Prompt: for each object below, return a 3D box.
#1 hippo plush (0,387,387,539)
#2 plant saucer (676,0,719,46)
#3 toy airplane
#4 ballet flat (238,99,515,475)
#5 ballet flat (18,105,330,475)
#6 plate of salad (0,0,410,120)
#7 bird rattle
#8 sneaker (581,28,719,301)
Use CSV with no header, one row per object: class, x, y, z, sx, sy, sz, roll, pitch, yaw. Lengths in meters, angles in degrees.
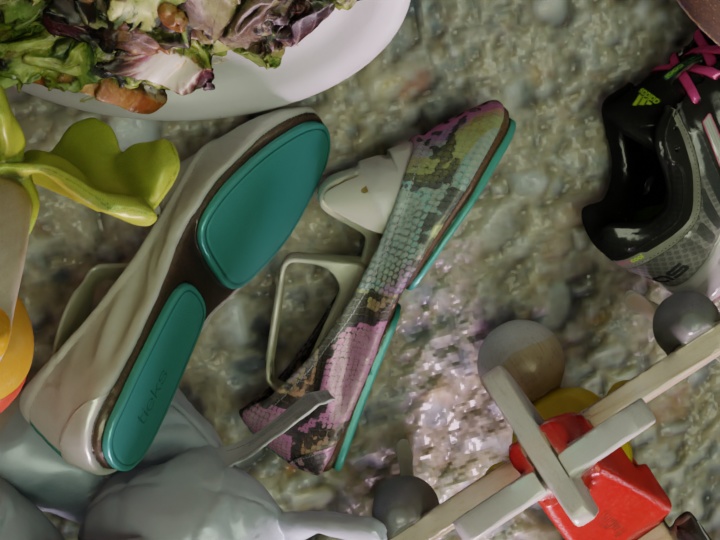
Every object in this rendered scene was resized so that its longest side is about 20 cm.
hippo plush,-0.093,0.136,0.786,0.198,0.160,0.161,-19,139,-5
plant saucer,0.222,-0.181,0.764,0.198,0.034,0.202,2,82,-11
toy airplane,0.093,0.080,0.805,0.198,0.142,0.200,-9,144,-29
ballet flat,0.000,0.000,0.793,0.071,0.069,0.201,27,100,-4
ballet flat,-0.086,-0.003,0.747,0.069,0.069,0.201,44,62,-26
plate of salad,-0.077,-0.104,0.674,0.198,0.200,0.048,8,62,-20
bird rattle,-0.168,0.015,0.668,0.112,0.164,0.200,27,125,-21
sneaker,0.165,-0.082,0.806,0.087,0.074,0.201,11,108,-25
